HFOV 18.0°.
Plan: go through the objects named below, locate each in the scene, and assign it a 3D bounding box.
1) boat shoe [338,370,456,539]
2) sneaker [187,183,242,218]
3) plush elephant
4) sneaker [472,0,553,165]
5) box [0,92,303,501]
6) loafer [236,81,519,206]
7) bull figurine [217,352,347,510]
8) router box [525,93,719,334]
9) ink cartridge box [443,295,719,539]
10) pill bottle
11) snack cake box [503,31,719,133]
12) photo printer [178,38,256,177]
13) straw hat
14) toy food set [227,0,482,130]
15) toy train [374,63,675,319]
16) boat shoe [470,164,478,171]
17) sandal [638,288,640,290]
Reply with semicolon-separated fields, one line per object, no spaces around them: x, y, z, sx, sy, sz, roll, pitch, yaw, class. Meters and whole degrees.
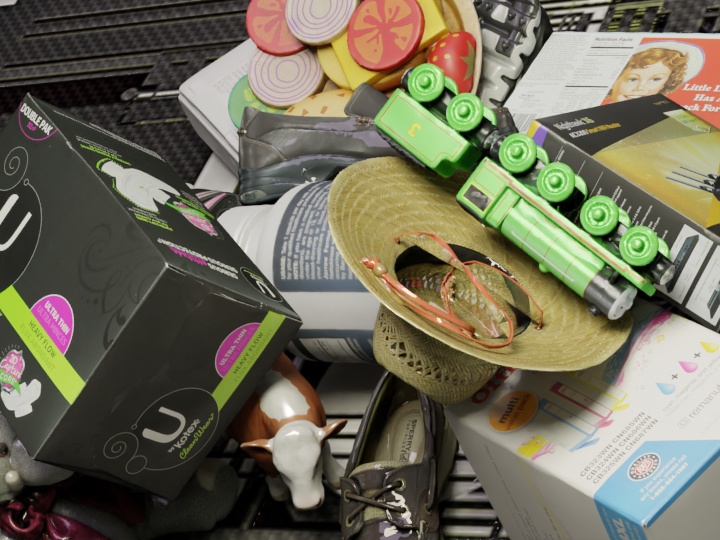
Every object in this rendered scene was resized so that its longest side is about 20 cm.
0.015;0.142;1.399;0.073;0.065;0.201;-15;39;19;boat shoe
-0.126;0.007;1.647;0.086;0.081;0.201;-1;49;18;sneaker
-0.202;0.142;1.465;0.199;0.155;0.165;4;47;36;plush elephant
0.085;-0.111;1.656;0.066;0.090;0.201;29;90;33;sneaker
-0.160;0.017;1.402;0.149;0.124;0.200;-54;46;12;box
0.008;-0.094;1.549;0.198;0.073;0.073;-10;84;9;loafer
-0.065;0.087;1.448;0.065;0.122;0.200;-33;54;-12;bull figurine
0.196;-0.040;1.365;0.157;0.053;0.200;34;23;20;router box
0.154;0.105;1.299;0.128;0.126;0.199;-42;38;-18;ink cartridge box
0.000;0.000;1.486;0.199;0.120;0.120;0;45;33;pill bottle
0.201;-0.103;1.566;0.199;0.067;0.115;6;47;38;snack cake box
-0.025;-0.144;1.761;0.199;0.070;0.166;-35;38;-8;photo printer
0.050;0.026;1.281;0.200;0.086;0.202;19;29;-11;straw hat
-0.006;-0.144;1.634;0.199;0.049;0.199;-34;61;17;toy food set
0.089;-0.044;1.279;0.200;0.042;0.057;40;94;22;toy train
0.006;-0.016;1.591;0.199;0.066;0.074;-28;36;1;boat shoe
0.128;-0.016;1.500;0.199;0.054;0.081;-17;66;20;sandal
